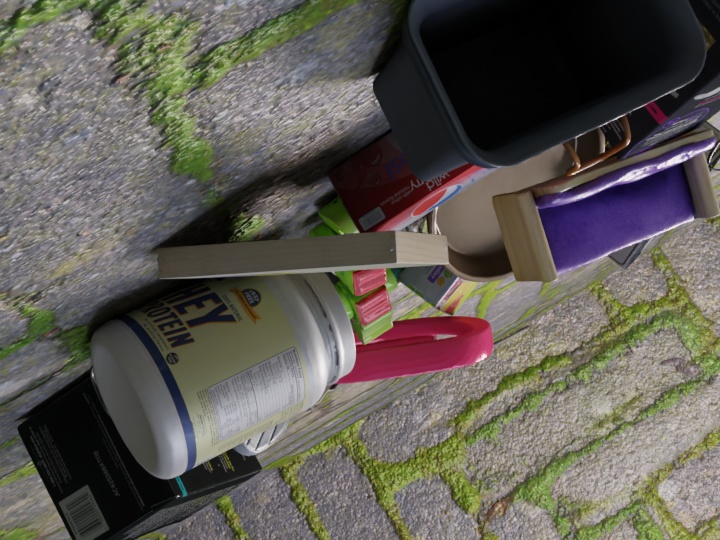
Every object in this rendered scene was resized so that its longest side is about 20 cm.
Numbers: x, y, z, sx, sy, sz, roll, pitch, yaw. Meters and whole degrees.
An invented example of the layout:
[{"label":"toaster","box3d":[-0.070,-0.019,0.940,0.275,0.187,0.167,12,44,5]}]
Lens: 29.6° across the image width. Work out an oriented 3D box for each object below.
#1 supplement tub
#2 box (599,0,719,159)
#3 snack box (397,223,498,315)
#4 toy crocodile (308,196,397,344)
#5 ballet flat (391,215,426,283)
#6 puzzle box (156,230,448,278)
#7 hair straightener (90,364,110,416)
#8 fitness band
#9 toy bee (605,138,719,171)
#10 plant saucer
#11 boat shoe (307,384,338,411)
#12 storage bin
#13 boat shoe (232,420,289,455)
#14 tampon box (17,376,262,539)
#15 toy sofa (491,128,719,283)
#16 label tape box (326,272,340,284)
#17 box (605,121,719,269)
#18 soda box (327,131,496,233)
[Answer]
[{"label":"supplement tub","box3d":[-0.119,0.078,1.195,0.199,0.146,0.145,-25,169,-26]},{"label":"box","box3d":[0.279,-0.196,1.120,0.122,0.107,0.200,-22,167,-35]},{"label":"snack box","box3d":[0.125,-0.051,1.355,0.200,0.053,0.142,-53,169,2]},{"label":"toy crocodile","box3d":[0.000,0.000,1.254,0.067,0.062,0.201,-28,139,-16]},{"label":"ballet flat","box3d":[0.038,-0.039,1.332,0.075,0.068,0.200,-42,171,-20]},{"label":"puzzle box","box3d":[-0.043,-0.011,1.074,0.198,0.026,0.133,-3,179,20]},{"label":"hair straightener","box3d":[-0.182,0.125,1.282,0.041,0.077,0.200,-24,145,22]},{"label":"fitness band","box3d":[0.034,0.081,1.369,0.198,0.038,0.144,-9,-172,-6]},{"label":"toy bee","box3d":[0.272,-0.161,1.324,0.131,0.109,0.200,-37,140,6]},{"label":"plant saucer","box3d":[0.138,-0.081,1.237,0.199,0.029,0.201,-21,132,-25]},{"label":"boat shoe","box3d":[-0.033,0.087,1.491,0.060,0.073,0.202,3,-150,13]},{"label":"storage bin","box3d":[0.112,-0.130,0.925,0.199,0.146,0.134,-26,179,-21]},{"label":"boat shoe","box3d":[-0.111,0.128,1.469,0.066,0.074,0.200,-15,-152,28]},{"label":"tampon box","box3d":[-0.220,0.181,1.388,0.126,0.151,0.200,-32,169,16]},{"label":"toy sofa","box3d":[0.227,-0.058,1.208,0.199,0.083,0.097,-20,-172,-23]},{"label":"label tape box","box3d":[-0.077,0.043,1.370,0.199,0.064,0.144,-27,170,-16]},{"label":"box","box3d":[0.281,-0.102,1.393,0.200,0.116,0.060,-43,165,-40]},{"label":"soda box","box3d":[0.076,-0.102,1.122,0.199,0.064,0.070,-32,169,10]}]
